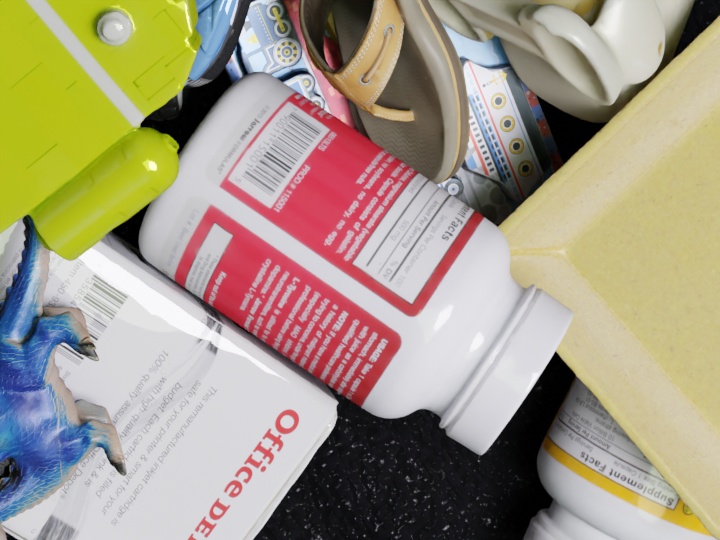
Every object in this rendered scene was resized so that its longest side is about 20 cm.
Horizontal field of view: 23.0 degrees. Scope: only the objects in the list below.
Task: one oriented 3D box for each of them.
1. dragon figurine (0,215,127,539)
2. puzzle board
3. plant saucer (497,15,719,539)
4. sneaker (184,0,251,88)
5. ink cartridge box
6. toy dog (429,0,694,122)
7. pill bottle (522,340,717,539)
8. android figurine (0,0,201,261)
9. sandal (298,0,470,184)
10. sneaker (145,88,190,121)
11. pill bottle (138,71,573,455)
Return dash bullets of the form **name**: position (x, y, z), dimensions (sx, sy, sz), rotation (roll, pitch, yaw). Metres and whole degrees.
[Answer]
- **dragon figurine**: position (-0.168, 0.058, 0.812), dimensions (0.099, 0.059, 0.201), rotation (-15, 109, -11)
- **puzzle board**: position (0.020, -0.085, 0.944), dimensions (0.150, 0.017, 0.201), rotation (-27, 111, -8)
- **plant saucer**: position (0.195, -0.001, 0.880), dimensions (0.200, 0.048, 0.200), rotation (-44, 79, 22)
- **sneaker**: position (-0.058, -0.170, 0.827), dimensions (0.083, 0.070, 0.201), rotation (44, 45, -48)
- **ink cartridge box**: position (-0.135, 0.065, 0.899), dimensions (0.200, 0.083, 0.147), rotation (36, 92, -21)
- **toy dog**: position (0.144, -0.182, 0.889), dimensions (0.194, 0.139, 0.201), rotation (35, 87, -43)
- **pill bottle**: position (0.166, 0.089, 0.982), dimensions (0.112, 0.113, 0.201), rotation (24, 96, -21)
- **android figurine**: position (-0.151, -0.095, 0.749), dimensions (0.200, 0.041, 0.182), rotation (-35, 105, 13)
- **sandal**: position (0.000, -0.123, 0.857), dimensions (0.054, 0.080, 0.201), rotation (-38, 133, -26)
- **sneaker**: position (-0.113, -0.169, 0.851), dimensions (0.088, 0.075, 0.201), rotation (-50, 135, -35)
- **pill bottle**: position (0.000, 0.000, 0.871), dimensions (0.199, 0.112, 0.113), rotation (34, 93, 3)
